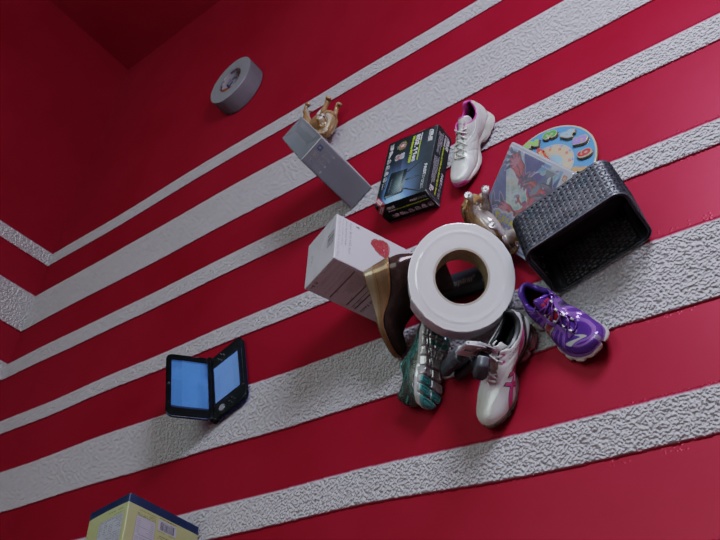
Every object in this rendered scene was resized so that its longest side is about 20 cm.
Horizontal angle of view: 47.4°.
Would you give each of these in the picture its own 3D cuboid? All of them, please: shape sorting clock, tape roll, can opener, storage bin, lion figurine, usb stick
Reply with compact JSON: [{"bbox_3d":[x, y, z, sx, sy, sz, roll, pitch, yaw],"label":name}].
[{"bbox_3d":[0.372,-0.206,1.614,0.197,0.039,0.203,-29,41,29],"label":"shape sorting clock"},{"bbox_3d":[0.182,0.021,1.501,0.196,0.071,0.208,-1,75,3],"label":"tape roll"},{"bbox_3d":[0.180,0.165,1.407,0.201,0.052,0.069,113,167,-68],"label":"can opener"},{"bbox_3d":[0.378,-0.073,1.408,0.198,0.135,0.095,-35,38,20],"label":"storage bin"},{"bbox_3d":[-0.120,-0.420,2.317,0.199,0.071,0.125,-5,62,62],"label":"lion figurine"},{"bbox_3d":[-0.432,-0.643,2.856,0.198,0.066,0.204,-30,40,28],"label":"tape roll"},{"bbox_3d":[0.250,-0.084,1.563,0.071,0.124,0.202,-23,55,-6],"label":"lion figurine"},{"bbox_3d":[0.195,0.028,1.609,0.197,0.032,0.057,-18,50,36],"label":"usb stick"}]

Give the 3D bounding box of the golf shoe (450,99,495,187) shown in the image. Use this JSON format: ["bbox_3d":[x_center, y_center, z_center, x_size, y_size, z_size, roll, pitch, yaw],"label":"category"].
[{"bbox_3d":[0.228,-0.281,1.794,0.074,0.091,0.204,-3,58,43],"label":"golf shoe"}]

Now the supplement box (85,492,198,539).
[{"bbox_3d":[-0.454,0.605,1.675,0.133,0.199,0.203,-29,40,26],"label":"supplement box"}]

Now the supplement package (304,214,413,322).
[{"bbox_3d":[0.000,0.000,1.685,0.120,0.197,0.123,-44,31,40],"label":"supplement package"}]

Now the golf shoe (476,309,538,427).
[{"bbox_3d":[0.235,0.164,1.398,0.071,0.092,0.204,4,64,43],"label":"golf shoe"}]

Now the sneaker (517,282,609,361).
[{"bbox_3d":[0.329,0.082,1.373,0.081,0.083,0.199,-51,37,-2],"label":"sneaker"}]

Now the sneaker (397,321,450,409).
[{"bbox_3d":[0.111,0.164,1.548,0.090,0.077,0.204,-19,49,47],"label":"sneaker"}]

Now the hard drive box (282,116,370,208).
[{"bbox_3d":[-0.083,-0.267,2.030,0.077,0.199,0.156,-45,35,5],"label":"hard drive box"}]

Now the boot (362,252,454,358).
[{"bbox_3d":[0.106,0.061,1.596,0.162,0.204,0.073,-17,16,7],"label":"boot"}]

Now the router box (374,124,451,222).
[{"bbox_3d":[0.122,-0.222,1.883,0.147,0.062,0.204,-16,48,37],"label":"router box"}]

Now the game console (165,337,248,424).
[{"bbox_3d":[-0.368,0.252,1.960,0.170,0.118,0.202,-37,38,18],"label":"game console"}]

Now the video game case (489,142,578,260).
[{"bbox_3d":[0.315,-0.130,1.571,0.200,0.023,0.186,43,115,55],"label":"video game case"}]
